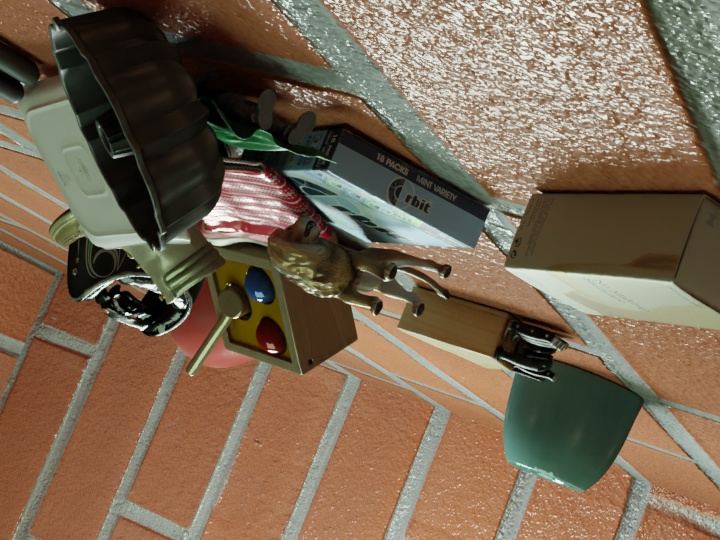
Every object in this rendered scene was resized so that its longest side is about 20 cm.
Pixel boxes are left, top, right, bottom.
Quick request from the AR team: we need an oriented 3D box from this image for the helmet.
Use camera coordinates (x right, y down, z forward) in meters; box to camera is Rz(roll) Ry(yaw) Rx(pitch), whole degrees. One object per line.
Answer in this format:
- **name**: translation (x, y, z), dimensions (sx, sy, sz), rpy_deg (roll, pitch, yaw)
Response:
- **helmet**: translation (-0.300, -0.027, 1.740), dimensions (0.199, 0.191, 0.200), rpy_deg (-2, 144, -2)

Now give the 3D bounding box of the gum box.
- **gum box**: translation (-0.003, -0.075, 1.208), dimensions (0.170, 0.045, 0.200), rpy_deg (27, 169, -28)

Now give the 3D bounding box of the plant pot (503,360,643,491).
- **plant pot**: translation (0.308, 0.239, 1.941), dimensions (0.200, 0.161, 0.201), rpy_deg (22, 170, 4)

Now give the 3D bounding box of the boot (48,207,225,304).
- **boot**: translation (-0.256, -0.029, 1.455), dimensions (0.200, 0.072, 0.155), rpy_deg (-25, 105, 39)

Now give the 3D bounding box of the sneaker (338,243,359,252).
- **sneaker**: translation (-0.037, 0.026, 1.684), dimensions (0.076, 0.105, 0.200), rpy_deg (22, 171, 0)

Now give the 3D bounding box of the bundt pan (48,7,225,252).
- **bundt pan**: translation (-0.172, -0.120, 1.023), dimensions (0.202, 0.076, 0.202), rpy_deg (55, 162, 28)

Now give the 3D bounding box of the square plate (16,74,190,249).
- **square plate**: translation (-0.274, -0.107, 1.315), dimensions (0.198, 0.028, 0.200), rpy_deg (-2, 118, 52)

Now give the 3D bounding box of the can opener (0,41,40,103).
- **can opener**: translation (-0.409, -0.236, 1.266), dimensions (0.200, 0.053, 0.067), rpy_deg (32, -159, -40)

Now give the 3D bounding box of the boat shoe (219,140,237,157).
- **boat shoe**: translation (-0.165, -0.120, 1.267), dimensions (0.071, 0.064, 0.200), rpy_deg (22, 171, -2)

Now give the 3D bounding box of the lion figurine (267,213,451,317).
- **lion figurine**: translation (0.000, 0.000, 1.281), dimensions (0.122, 0.073, 0.200), rpy_deg (21, -178, 31)

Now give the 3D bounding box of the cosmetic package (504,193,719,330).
- **cosmetic package**: translation (0.216, -0.008, 0.993), dimensions (0.105, 0.071, 0.200), rpy_deg (27, 170, -27)

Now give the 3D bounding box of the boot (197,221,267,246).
- **boot**: translation (-0.168, -0.082, 1.501), dimensions (0.200, 0.073, 0.144), rpy_deg (9, 164, 31)

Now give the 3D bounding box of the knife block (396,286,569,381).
- **knife block**: translation (0.166, 0.083, 1.674), dimensions (0.200, 0.064, 0.176), rpy_deg (24, 170, -10)

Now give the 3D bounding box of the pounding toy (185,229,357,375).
- **pounding toy**: translation (-0.130, 0.044, 1.626), dimensions (0.200, 0.142, 0.185), rpy_deg (13, 123, 45)

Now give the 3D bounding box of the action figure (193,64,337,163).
- **action figure**: translation (-0.112, -0.136, 1.087), dimensions (0.118, 0.055, 0.200), rpy_deg (27, 177, -35)

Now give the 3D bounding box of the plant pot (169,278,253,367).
- **plant pot**: translation (-0.170, 0.049, 1.945), dimensions (0.200, 0.201, 0.177), rpy_deg (28, 159, -32)

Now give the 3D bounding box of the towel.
- **towel**: translation (-0.120, -0.070, 1.240), dimensions (0.144, 0.023, 0.200), rpy_deg (7, 166, 18)
